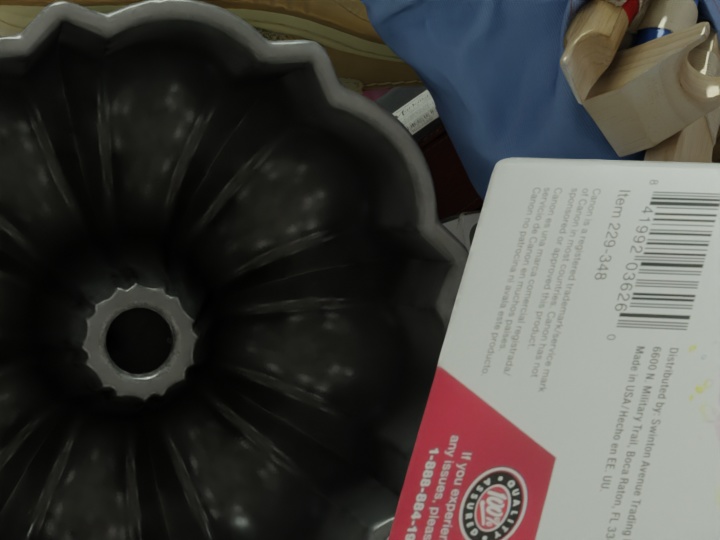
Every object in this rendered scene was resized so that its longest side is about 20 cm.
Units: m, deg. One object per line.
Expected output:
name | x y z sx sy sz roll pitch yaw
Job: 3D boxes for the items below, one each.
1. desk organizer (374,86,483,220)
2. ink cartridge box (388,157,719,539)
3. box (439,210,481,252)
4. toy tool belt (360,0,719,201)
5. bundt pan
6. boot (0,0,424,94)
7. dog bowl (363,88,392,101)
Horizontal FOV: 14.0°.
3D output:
desk organizer | 0.000 0.000 1.030 0.200 0.077 0.072 -35 19 3
ink cartridge box | 0.120 0.052 0.775 0.200 0.148 0.086 4 -29 28
box | 0.123 0.026 0.986 0.200 0.117 0.060 -10 -2 -20
toy tool belt | 0.064 -0.057 0.876 0.125 0.200 0.123 -17 30 40
bundt pan | -0.070 0.017 0.891 0.202 0.202 0.076 -6 6 -9
boot | -0.046 -0.059 0.993 0.200 0.156 0.073 0 54 -17
dog bowl | 0.056 -0.108 1.103 0.200 0.200 0.074 8 42 45
